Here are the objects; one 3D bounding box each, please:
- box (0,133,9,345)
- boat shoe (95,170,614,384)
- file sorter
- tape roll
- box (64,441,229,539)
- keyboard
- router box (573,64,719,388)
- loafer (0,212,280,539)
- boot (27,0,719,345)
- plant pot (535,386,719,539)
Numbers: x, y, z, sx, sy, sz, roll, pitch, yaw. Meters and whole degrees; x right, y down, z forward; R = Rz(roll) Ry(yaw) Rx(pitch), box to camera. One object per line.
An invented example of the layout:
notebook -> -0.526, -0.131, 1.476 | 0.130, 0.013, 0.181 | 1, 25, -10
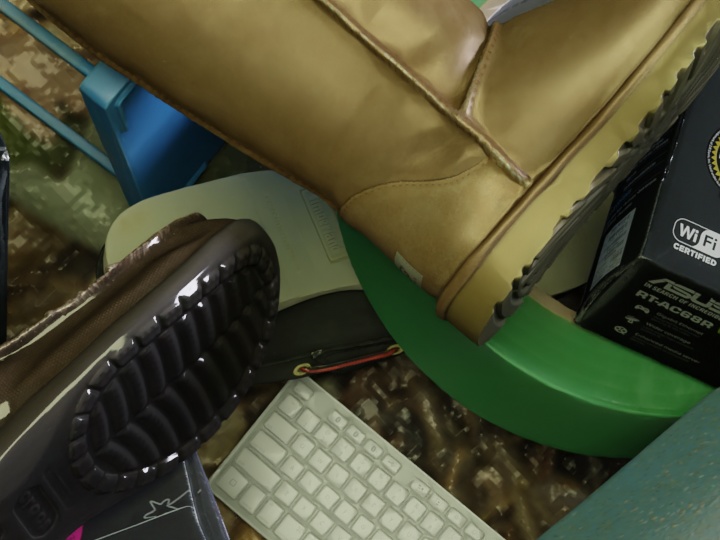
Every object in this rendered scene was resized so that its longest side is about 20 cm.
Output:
box -> -0.199, 0.039, 0.853 | 0.158, 0.201, 0.046 | -7, 37, -19
boat shoe -> -0.001, -0.003, 0.944 | 0.200, 0.063, 0.074 | -9, 64, -17
file sorter -> -0.066, -0.146, 0.939 | 0.122, 0.139, 0.200 | 37, 79, 11
tape roll -> 0.090, -0.035, 0.925 | 0.199, 0.048, 0.202 | 7, 66, -16
box -> -0.124, 0.159, 0.857 | 0.199, 0.115, 0.133 | -21, 51, -4
keyboard -> 0.036, 0.121, 0.939 | 0.200, 0.011, 0.056 | 39, 79, 9
router box -> 0.189, -0.017, 0.889 | 0.199, 0.062, 0.151 | 24, 62, -8
loafer -> -0.109, 0.044, 0.822 | 0.200, 0.073, 0.071 | -41, 55, -21
boot -> 0.012, -0.100, 0.818 | 0.200, 0.066, 0.175 | 40, 83, 9
plant pot -> 0.159, 0.137, 0.793 | 0.195, 0.197, 0.199 | -36, 39, -27
